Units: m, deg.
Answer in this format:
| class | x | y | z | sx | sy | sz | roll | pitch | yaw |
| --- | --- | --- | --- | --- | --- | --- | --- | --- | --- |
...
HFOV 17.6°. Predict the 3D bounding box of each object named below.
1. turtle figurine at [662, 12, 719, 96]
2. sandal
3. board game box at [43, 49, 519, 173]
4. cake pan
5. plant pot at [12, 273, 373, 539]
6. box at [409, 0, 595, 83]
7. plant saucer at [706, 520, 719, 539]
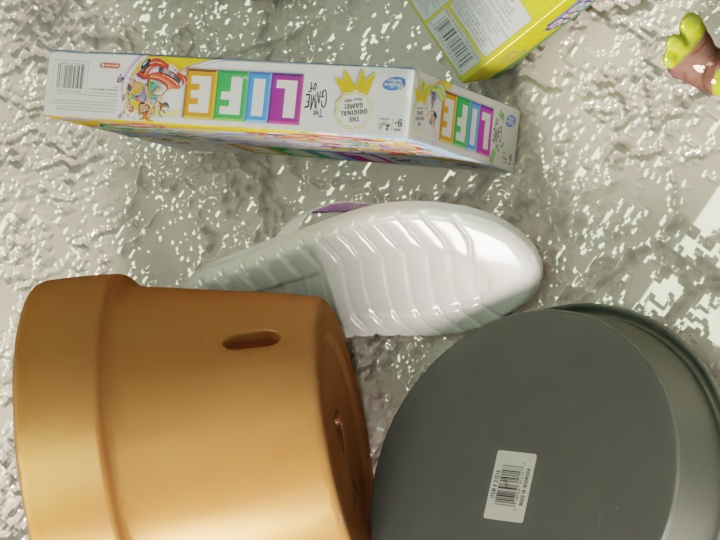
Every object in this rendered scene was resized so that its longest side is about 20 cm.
| class | x | y | z | sx | sy | sz | roll | pitch | yaw |
| --- | --- | --- | --- | --- | --- | --- | --- | --- | --- |
| turtle figurine | 0.229 | -0.090 | 1.072 | 0.161 | 0.064 | 0.200 | 41 | 112 | 30 |
| sandal | -0.003 | -0.006 | 1.181 | 0.202 | 0.083 | 0.050 | -9 | 39 | 26 |
| board game box | -0.038 | -0.079 | 1.160 | 0.200 | 0.134 | 0.034 | 5 | 88 | 26 |
| cake pan | 0.084 | 0.106 | 1.107 | 0.200 | 0.037 | 0.201 | -16 | 63 | 33 |
| plant pot | -0.074 | 0.091 | 1.143 | 0.140 | 0.200 | 0.201 | -11 | 81 | 8 |
| box | 0.100 | -0.196 | 1.129 | 0.200 | 0.048 | 0.117 | -37 | 80 | 29 |
| plant saucer | 0.135 | 0.196 | 1.072 | 0.200 | 0.029 | 0.201 | -20 | 56 | 33 |
